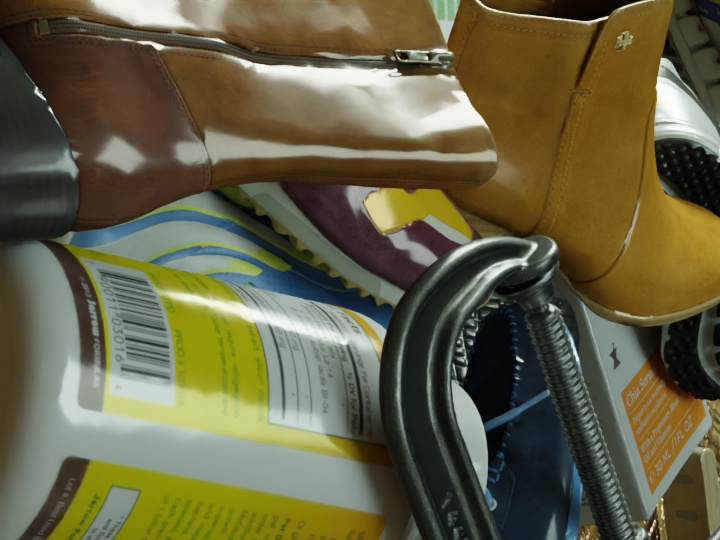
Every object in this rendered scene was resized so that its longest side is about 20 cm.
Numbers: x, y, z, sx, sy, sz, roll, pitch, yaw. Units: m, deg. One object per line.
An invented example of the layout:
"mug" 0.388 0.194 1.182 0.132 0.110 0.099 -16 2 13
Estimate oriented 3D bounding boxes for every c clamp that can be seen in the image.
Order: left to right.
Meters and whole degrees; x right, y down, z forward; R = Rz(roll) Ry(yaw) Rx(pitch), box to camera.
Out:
"c clamp" 0.067 0.069 0.987 0.171 0.027 0.201 -51 127 -41

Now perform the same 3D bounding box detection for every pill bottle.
"pill bottle" -0.055 0.057 0.941 0.199 0.109 0.110 14 70 -37

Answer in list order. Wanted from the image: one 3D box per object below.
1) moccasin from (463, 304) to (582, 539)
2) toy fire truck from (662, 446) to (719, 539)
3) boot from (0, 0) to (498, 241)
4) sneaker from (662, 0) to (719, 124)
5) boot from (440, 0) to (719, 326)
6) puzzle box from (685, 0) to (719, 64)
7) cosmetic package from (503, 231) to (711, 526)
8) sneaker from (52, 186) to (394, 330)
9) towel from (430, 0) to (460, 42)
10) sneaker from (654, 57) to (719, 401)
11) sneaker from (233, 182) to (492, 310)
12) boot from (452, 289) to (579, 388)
"moccasin" 0.043 0.095 1.036 0.068 0.081 0.201 15 53 -13
"toy fire truck" 0.240 0.184 1.430 0.200 0.176 0.129 39 49 -31
"boot" -0.065 -0.102 0.933 0.199 0.069 0.189 -9 57 -29
"sneaker" 0.106 -0.131 1.353 0.087 0.074 0.200 -38 105 -27
"boot" 0.105 -0.054 1.121 0.200 0.071 0.145 -1 125 -37
"puzzle box" 0.165 -0.150 1.373 0.025 0.200 0.133 -32 120 -13
"cosmetic package" 0.096 0.011 1.308 0.101 0.071 0.201 -46 121 -54
"sneaker" -0.033 0.010 1.037 0.200 0.105 0.076 16 102 -59
"towel" 0.031 -0.136 1.200 0.152 0.023 0.201 -3 85 -23
"sneaker" 0.160 -0.018 1.281 0.200 0.073 0.080 66 10 -45
"sneaker" -0.012 -0.065 1.021 0.200 0.090 0.075 38 16 -16
"boot" 0.047 0.102 1.190 0.200 0.069 0.132 -77 179 -52
